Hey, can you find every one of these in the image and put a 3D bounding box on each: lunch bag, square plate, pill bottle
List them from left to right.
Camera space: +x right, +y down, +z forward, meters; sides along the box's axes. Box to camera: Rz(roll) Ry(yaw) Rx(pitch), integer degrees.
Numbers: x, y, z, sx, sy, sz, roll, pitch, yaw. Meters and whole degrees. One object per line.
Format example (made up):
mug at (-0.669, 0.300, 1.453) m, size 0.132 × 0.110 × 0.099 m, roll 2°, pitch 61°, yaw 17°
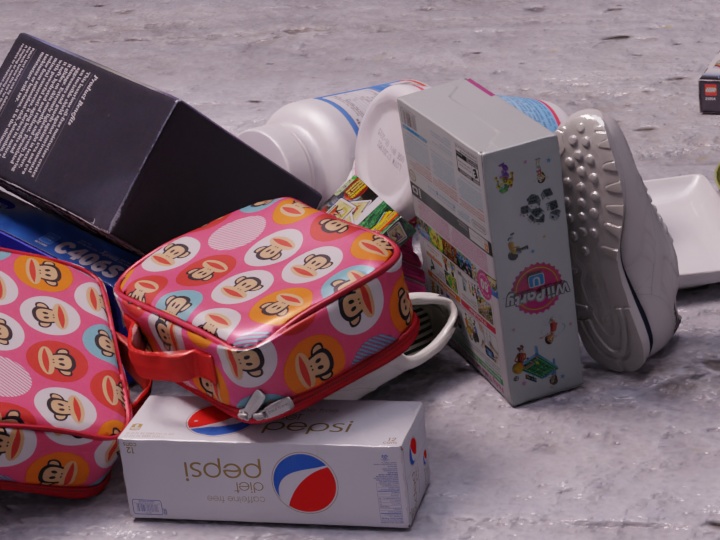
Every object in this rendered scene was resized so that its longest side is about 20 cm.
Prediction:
lunch bag at (-0.235, 0.069, 1.528) m, size 0.176 × 0.082 × 0.200 m, roll 8°, pitch 37°, yaw -20°
lunch bag at (-0.076, 0.029, 1.480) m, size 0.176 × 0.082 × 0.200 m, roll -29°, pitch 29°, yaw -24°
pill bottle at (-0.017, -0.096, 1.842) m, size 0.112 × 0.112 × 0.200 m, roll 17°, pitch 24°, yaw 42°
pill bottle at (0.105, -0.086, 1.713) m, size 0.200 × 0.109 × 0.109 m, roll 3°, pitch 17°, yaw -30°
square plate at (0.209, -0.021, 1.751) m, size 0.198 × 0.028 × 0.200 m, roll -8°, pitch 24°, yaw -4°

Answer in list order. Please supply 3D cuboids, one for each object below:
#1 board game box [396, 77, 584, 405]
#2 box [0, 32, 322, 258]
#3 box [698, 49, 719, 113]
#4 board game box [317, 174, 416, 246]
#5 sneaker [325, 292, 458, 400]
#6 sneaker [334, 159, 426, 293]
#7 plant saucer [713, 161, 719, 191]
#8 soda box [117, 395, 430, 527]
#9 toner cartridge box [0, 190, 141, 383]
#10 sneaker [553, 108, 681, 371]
board game box at (0.096, -0.023, 1.576) m, size 0.064 × 0.200 × 0.148 m, roll -16°, pitch 26°, yaw -16°
box at (-0.173, -0.074, 1.701) m, size 0.198 × 0.123 × 0.200 m, roll 26°, pitch -4°, yaw 39°
box at (0.430, -0.181, 2.035) m, size 0.200 × 0.035 × 0.110 m, roll 4°, pitch 27°, yaw 23°
board game box at (-0.054, 0.016, 1.628) m, size 0.200 × 0.023 × 0.105 m, roll -43°, pitch 32°, yaw -2°
sneaker at (-0.010, 0.059, 1.555) m, size 0.200 × 0.073 × 0.071 m, roll -29°, pitch -7°, yaw -41°
sneaker at (0.000, 0.000, 1.713) m, size 0.081 × 0.088 × 0.200 m, roll 28°, pitch 39°, yaw -15°
plant saucer at (0.393, -0.064, 1.779) m, size 0.200 × 0.031 × 0.200 m, roll -2°, pitch 24°, yaw 1°
soda box at (-0.058, 0.128, 1.452) m, size 0.200 × 0.064 × 0.068 m, roll 1°, pitch 24°, yaw 15°
toner cartridge box at (-0.241, 0.008, 1.684) m, size 0.200 × 0.095 × 0.043 m, roll 25°, pitch 43°, yaw 34°
sneaker at (0.188, -0.029, 1.567) m, size 0.076 × 0.200 × 0.080 m, roll 11°, pitch 32°, yaw 44°
